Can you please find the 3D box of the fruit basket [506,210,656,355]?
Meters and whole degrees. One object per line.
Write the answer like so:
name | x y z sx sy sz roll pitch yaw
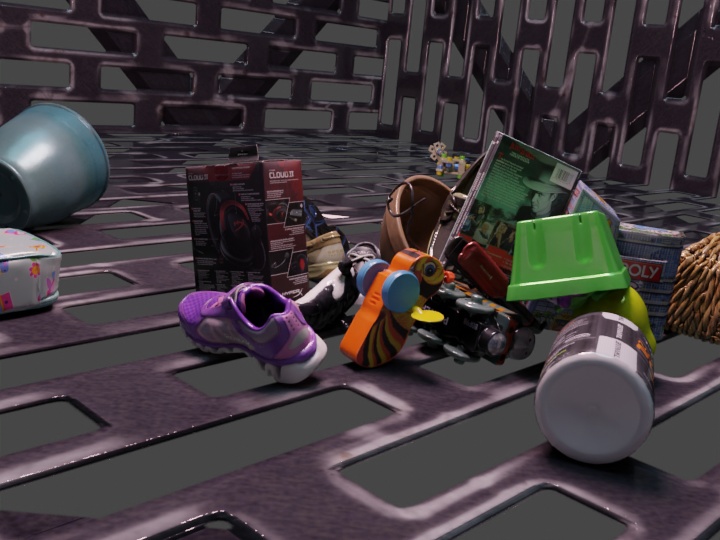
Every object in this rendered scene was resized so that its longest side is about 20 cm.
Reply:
fruit basket | 0.266 0.033 0.977 0.154 0.217 0.216 -7 9 20

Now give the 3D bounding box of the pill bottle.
pill bottle | 0.236 0.103 0.809 0.105 0.107 0.200 10 15 17

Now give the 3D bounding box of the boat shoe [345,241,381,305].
boat shoe | 0.000 0.000 1.195 0.071 0.068 0.200 7 14 7

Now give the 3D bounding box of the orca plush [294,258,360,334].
orca plush | -0.029 0.045 1.007 0.071 0.105 0.200 42 7 5

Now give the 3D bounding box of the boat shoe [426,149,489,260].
boat shoe | 0.145 -0.085 1.134 0.071 0.202 0.066 21 -25 25

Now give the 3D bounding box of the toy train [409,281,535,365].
toy train | 0.125 0.058 1.006 0.113 0.086 0.200 8 11 -35

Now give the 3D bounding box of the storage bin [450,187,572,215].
storage bin | 0.266 -0.058 1.247 0.094 0.200 0.198 -41 27 -7

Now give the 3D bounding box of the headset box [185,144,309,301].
headset box | -0.148 -0.060 1.058 0.148 0.202 0.075 1 8 39

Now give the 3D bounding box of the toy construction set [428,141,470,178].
toy construction set | 0.288 -0.350 2.658 0.130 0.093 0.200 3 25 -10

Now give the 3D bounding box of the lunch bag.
lunch bag | -0.472 0.003 0.980 0.160 0.078 0.199 16 17 38

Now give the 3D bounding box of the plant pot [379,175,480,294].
plant pot | 0.094 -0.032 1.219 0.092 0.202 0.200 -30 -12 39

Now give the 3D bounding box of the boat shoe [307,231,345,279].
boat shoe | -0.097 -0.019 1.177 0.073 0.064 0.200 -9 5 -41

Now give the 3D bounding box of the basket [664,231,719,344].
basket | 0.500 0.010 1.204 0.148 0.144 0.199 18 18 38

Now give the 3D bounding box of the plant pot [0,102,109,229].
plant pot | -0.563 -0.160 1.386 0.198 0.201 0.188 9 30 12

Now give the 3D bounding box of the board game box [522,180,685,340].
board game box | 0.330 -0.012 1.100 0.198 0.201 0.062 8 18 7

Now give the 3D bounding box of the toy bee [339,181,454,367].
toy bee | 0.059 0.021 0.928 0.108 0.201 0.131 17 26 -37

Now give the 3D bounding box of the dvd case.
dvd case | 0.199 -0.067 1.092 0.145 0.201 0.022 17 13 -28

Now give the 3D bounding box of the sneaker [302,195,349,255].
sneaker | -0.087 -0.050 1.233 0.077 0.076 0.200 -17 -34 19

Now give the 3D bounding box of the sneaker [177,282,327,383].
sneaker | -0.126 0.048 0.881 0.199 0.089 0.081 15 49 36

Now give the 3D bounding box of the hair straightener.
hair straightener | 0.177 0.021 1.060 0.200 0.041 0.077 38 -3 -30
